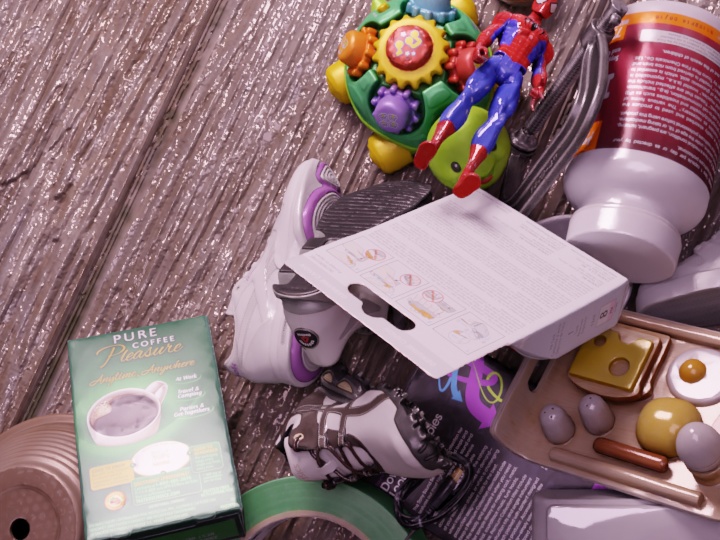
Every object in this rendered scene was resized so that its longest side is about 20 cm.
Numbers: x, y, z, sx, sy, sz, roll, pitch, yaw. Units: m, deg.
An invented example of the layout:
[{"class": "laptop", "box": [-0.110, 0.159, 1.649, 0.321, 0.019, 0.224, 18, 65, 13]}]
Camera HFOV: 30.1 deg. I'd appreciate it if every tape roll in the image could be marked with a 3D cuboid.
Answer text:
[{"class": "tape roll", "box": [-0.036, 0.259, 1.041, 0.199, 0.048, 0.202, -2, 85, 17]}]

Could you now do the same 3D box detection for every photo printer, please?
[{"class": "photo printer", "box": [0.207, 0.261, 0.974, 0.165, 0.069, 0.201, 0, 91, 2]}]

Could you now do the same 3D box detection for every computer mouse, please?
[{"class": "computer mouse", "box": [0.022, 0.221, 0.986, 0.058, 0.034, 0.201, 29, 93, 18]}]

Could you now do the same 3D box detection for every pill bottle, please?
[{"class": "pill bottle", "box": [0.222, -0.098, 1.041, 0.112, 0.113, 0.201, 12, 68, 14]}]

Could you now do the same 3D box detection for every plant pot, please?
[{"class": "plant pot", "box": [-0.257, 0.213, 1.089, 0.200, 0.093, 0.202, -2, 77, 10]}]

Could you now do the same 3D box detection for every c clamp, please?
[{"class": "c clamp", "box": [0.158, -0.127, 1.059, 0.027, 0.200, 0.171, 20, 43, -12]}]

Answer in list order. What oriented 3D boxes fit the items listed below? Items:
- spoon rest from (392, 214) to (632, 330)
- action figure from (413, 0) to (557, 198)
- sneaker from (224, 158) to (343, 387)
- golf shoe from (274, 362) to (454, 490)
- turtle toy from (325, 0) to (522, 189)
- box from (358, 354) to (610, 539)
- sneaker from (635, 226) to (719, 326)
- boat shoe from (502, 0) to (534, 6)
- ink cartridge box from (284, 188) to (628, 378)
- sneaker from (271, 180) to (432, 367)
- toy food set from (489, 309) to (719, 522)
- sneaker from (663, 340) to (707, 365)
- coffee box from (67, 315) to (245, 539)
[{"class": "spoon rest", "box": [0.119, 0.012, 1.079, 0.199, 0.061, 0.100, -10, 75, 10]}, {"class": "action figure", "box": [0.110, -0.148, 1.040, 0.065, 0.052, 0.200, 32, 58, -4]}, {"class": "sneaker", "box": [-0.068, -0.002, 1.112, 0.099, 0.075, 0.201, -5, 63, 34]}, {"class": "golf shoe", "box": [-0.001, 0.131, 0.987, 0.094, 0.200, 0.078, -39, 104, -14]}, {"class": "turtle toy", "box": [0.058, -0.149, 1.108, 0.145, 0.101, 0.201, -31, 73, 3]}, {"class": "box", "box": [0.112, 0.155, 1.051, 0.200, 0.036, 0.143, 31, 93, 15]}, {"class": "sneaker", "box": [0.303, -0.031, 1.055, 0.199, 0.074, 0.116, -16, 63, 8]}, {"class": "boat shoe", "box": [0.119, -0.323, 1.153, 0.075, 0.072, 0.201, -16, 74, 7]}, {"class": "ink cartridge box", "box": [0.069, 0.016, 0.968, 0.200, 0.057, 0.162, -27, 46, -34]}, {"class": "sneaker", "box": [0.000, 0.000, 1.070, 0.074, 0.089, 0.200, 6, 36, 33]}, {"class": "toy food set", "box": [0.208, 0.085, 0.965, 0.199, 0.060, 0.144, 14, 64, 35]}, {"class": "sneaker", "box": [0.315, 0.083, 1.023, 0.199, 0.076, 0.088, -17, 80, 17]}, {"class": "coffee box", "box": [-0.164, 0.130, 1.062, 0.122, 0.044, 0.201, -12, 48, -7]}]
